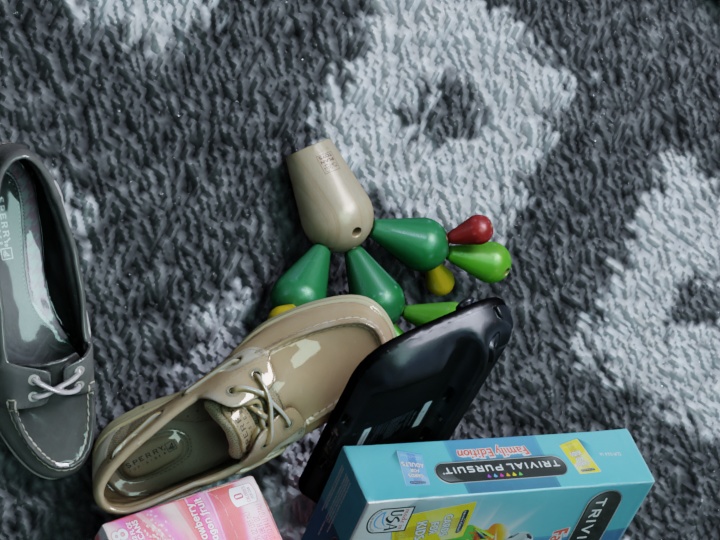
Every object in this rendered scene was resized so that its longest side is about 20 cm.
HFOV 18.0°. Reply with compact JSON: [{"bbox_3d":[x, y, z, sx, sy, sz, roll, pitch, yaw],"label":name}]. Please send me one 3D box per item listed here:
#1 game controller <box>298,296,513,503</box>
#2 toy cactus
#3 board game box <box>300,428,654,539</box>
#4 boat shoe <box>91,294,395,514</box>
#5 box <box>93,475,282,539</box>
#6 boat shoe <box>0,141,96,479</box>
[{"bbox_3d":[0.024,0.081,1.351,0.104,0.200,0.042,-13,64,-22],"label":"game controller"},{"bbox_3d":[0.000,0.000,1.396,0.200,0.102,0.165,-25,90,-15],"label":"toy cactus"},{"bbox_3d":[0.062,0.169,1.392,0.199,0.047,0.151,-1,135,-27],"label":"board game box"},{"bbox_3d":[-0.066,0.085,1.321,0.200,0.065,0.071,-32,105,6],"label":"boat shoe"},{"bbox_3d":[-0.078,0.235,1.300,0.102,0.095,0.200,-16,69,-27],"label":"box"},{"bbox_3d":[-0.190,0.025,1.307,0.067,0.057,0.201,-14,96,-27],"label":"boat shoe"}]
